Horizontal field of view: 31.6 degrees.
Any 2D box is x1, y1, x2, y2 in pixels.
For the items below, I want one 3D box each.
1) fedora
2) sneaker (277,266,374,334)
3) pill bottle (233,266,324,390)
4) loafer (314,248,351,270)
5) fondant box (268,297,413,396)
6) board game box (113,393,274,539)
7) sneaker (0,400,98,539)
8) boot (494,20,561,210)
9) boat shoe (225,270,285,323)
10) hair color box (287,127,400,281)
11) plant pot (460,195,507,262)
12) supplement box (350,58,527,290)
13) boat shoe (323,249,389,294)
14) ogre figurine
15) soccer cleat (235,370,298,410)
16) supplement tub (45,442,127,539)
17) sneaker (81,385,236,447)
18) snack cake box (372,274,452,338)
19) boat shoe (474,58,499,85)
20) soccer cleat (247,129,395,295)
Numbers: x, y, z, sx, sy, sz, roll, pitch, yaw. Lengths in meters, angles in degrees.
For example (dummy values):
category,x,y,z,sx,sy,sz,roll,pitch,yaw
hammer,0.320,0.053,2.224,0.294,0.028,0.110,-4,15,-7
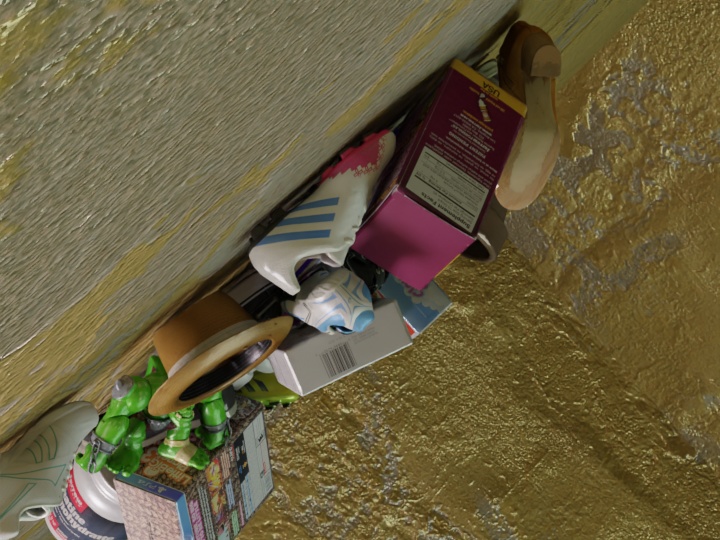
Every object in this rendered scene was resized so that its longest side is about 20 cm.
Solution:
category,x,y,z,sx,sy,sz,roll,pitch,yaw
fedora,-0.166,0.079,1.391,0.200,0.082,0.201,-33,170,-7
sneaker,-0.037,0.038,1.376,0.072,0.073,0.200,-36,-172,-13
pill bottle,-0.112,0.062,1.660,0.200,0.112,0.112,-41,178,5
loafer,-0.009,-0.064,1.563,0.200,0.075,0.070,-40,-179,-39
fondant box,-0.032,0.086,1.518,0.143,0.059,0.200,-25,-174,-10
board game box,-0.209,0.276,1.647,0.200,0.096,0.161,-48,143,-44
sneaker,-0.315,0.197,1.239,0.070,0.080,0.200,-46,177,36
boot,0.187,-0.183,1.484,0.144,0.070,0.203,-108,-153,-71
boat shoe,-0.127,0.045,1.539,0.200,0.071,0.072,-37,-174,-28
hair color box,-0.020,-0.070,1.443,0.200,0.065,0.109,-42,179,-38
plant pot,0.142,-0.134,1.750,0.175,0.199,0.200,-58,180,-11
supplement box,0.083,-0.103,1.364,0.131,0.103,0.201,-44,-163,54
boat shoe,0.000,0.000,1.522,0.056,0.069,0.200,-35,-179,6
ogre figurine,-0.237,0.172,1.508,0.098,0.198,0.121,-129,-134,-59
soccer cleat,-0.168,0.142,1.732,0.199,0.085,0.065,4,171,34
supplement tub,-0.343,0.295,1.753,0.140,0.141,0.200,-39,176,-44
sneaker,-0.259,0.151,1.589,0.198,0.107,0.075,-16,-153,-15
snack cake box,0.022,-0.001,1.685,0.067,0.200,0.115,-41,178,-17
boat shoe,0.115,-0.184,1.546,0.201,0.066,0.072,-41,178,-30
soccer cleat,-0.025,-0.057,1.308,0.200,0.086,0.070,-42,178,-9
